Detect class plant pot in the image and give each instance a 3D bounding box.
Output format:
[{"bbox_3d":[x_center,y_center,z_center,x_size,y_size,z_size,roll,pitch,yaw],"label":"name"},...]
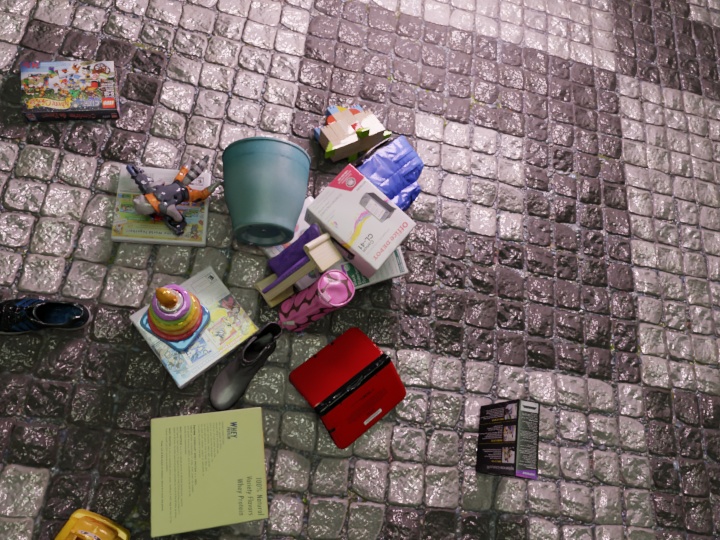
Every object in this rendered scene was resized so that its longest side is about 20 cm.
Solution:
[{"bbox_3d":[-0.210,-0.162,1.163,0.199,0.200,0.189,3,70,-13],"label":"plant pot"}]

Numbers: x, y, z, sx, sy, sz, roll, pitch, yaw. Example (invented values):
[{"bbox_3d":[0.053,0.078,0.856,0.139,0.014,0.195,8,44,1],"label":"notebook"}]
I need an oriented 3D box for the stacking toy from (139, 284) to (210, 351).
[{"bbox_3d":[-0.361,0.068,1.001,0.116,0.200,0.110,33,67,1],"label":"stacking toy"}]

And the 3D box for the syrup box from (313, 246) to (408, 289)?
[{"bbox_3d":[0.000,0.000,1.209,0.199,0.081,0.079,-16,87,-26],"label":"syrup box"}]

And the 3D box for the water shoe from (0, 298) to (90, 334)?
[{"bbox_3d":[-0.648,0.082,1.038,0.199,0.079,0.072,-2,72,-15],"label":"water shoe"}]

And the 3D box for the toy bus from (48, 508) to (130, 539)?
[{"bbox_3d":[-0.496,0.519,0.868,0.135,0.192,0.201,26,66,-2],"label":"toy bus"}]

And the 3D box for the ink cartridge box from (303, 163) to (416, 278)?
[{"bbox_3d":[-0.002,-0.106,1.138,0.200,0.086,0.148,41,73,1],"label":"ink cartridge box"}]

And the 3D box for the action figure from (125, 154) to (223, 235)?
[{"bbox_3d":[-0.425,-0.192,1.154,0.200,0.105,0.193,44,57,1],"label":"action figure"}]

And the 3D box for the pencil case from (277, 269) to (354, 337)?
[{"bbox_3d":[-0.100,0.071,1.113,0.094,0.200,0.091,-26,83,-42],"label":"pencil case"}]

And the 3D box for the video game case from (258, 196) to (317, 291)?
[{"bbox_3d":[-0.118,-0.054,1.246,0.182,0.024,0.200,-42,85,-23],"label":"video game case"}]

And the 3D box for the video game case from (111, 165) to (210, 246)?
[{"bbox_3d":[-0.451,-0.147,1.197,0.199,0.023,0.183,3,71,-14],"label":"video game case"}]

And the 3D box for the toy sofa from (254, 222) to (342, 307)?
[{"bbox_3d":[-0.143,-0.010,1.123,0.098,0.200,0.083,55,38,-2],"label":"toy sofa"}]

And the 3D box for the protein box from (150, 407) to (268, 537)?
[{"bbox_3d":[-0.285,0.376,0.997,0.199,0.135,0.199,-3,72,-14],"label":"protein box"}]

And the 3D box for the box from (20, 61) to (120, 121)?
[{"bbox_3d":[-0.676,-0.421,1.225,0.199,0.038,0.137,-8,73,-16],"label":"box"}]

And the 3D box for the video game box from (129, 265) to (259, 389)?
[{"bbox_3d":[-0.350,0.118,1.118,0.200,0.047,0.182,-36,80,-21],"label":"video game box"}]

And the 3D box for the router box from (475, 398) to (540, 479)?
[{"bbox_3d":[0.310,0.359,1.117,0.051,0.200,0.150,12,70,-7],"label":"router box"}]

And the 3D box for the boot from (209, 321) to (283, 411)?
[{"bbox_3d":[-0.240,0.192,1.073,0.070,0.132,0.200,34,67,-2],"label":"boot"}]

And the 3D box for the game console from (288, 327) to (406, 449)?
[{"bbox_3d":[-0.026,0.258,1.166,0.200,0.119,0.173,-35,114,-21],"label":"game console"}]

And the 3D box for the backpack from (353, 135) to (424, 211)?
[{"bbox_3d":[0.059,-0.216,1.278,0.168,0.162,0.200,49,56,-10],"label":"backpack"}]

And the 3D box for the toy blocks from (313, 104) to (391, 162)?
[{"bbox_3d":[-0.038,-0.367,1.347,0.199,0.100,0.137,-27,68,-21],"label":"toy blocks"}]
